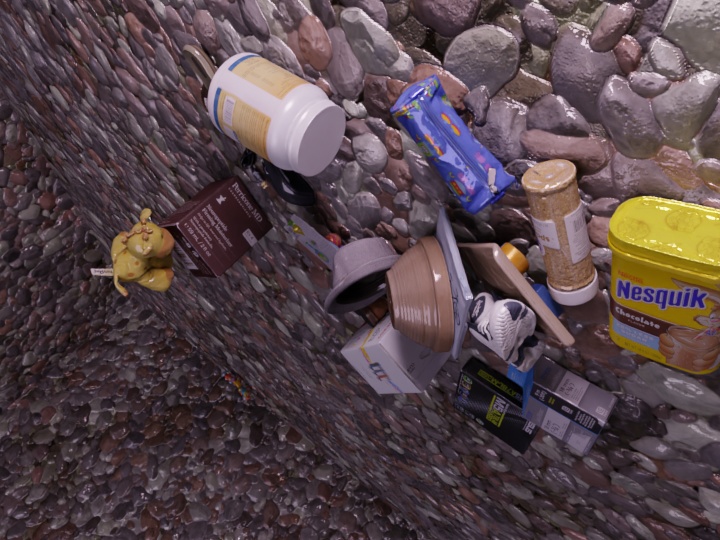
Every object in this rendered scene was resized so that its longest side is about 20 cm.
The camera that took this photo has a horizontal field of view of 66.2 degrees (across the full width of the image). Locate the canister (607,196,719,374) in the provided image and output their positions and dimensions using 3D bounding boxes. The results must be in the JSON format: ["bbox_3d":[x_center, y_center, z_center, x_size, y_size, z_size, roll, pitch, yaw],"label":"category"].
[{"bbox_3d":[0.378,0.023,0.669,0.148,0.087,0.201,21,147,38],"label":"canister"}]

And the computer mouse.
[{"bbox_3d":[-0.190,-0.193,1.189,0.200,0.046,0.140,46,152,-3],"label":"computer mouse"}]

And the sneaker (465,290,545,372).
[{"bbox_3d":[0.202,0.075,0.844,0.129,0.080,0.199,37,-178,37],"label":"sneaker"}]

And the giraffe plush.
[{"bbox_3d":[-0.508,-0.053,1.299,0.162,0.199,0.173,-44,78,30],"label":"giraffe plush"}]

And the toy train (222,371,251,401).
[{"bbox_3d":[-0.656,0.615,2.982,0.200,0.056,0.150,50,154,-4],"label":"toy train"}]

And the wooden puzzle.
[{"bbox_3d":[0.239,0.021,0.858,0.186,0.046,0.200,49,179,-9],"label":"wooden puzzle"}]

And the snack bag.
[{"bbox_3d":[0.150,0.018,0.914,0.201,0.021,0.190,86,176,-55],"label":"snack bag"}]

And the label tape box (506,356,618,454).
[{"bbox_3d":[0.355,0.238,1.030,0.199,0.063,0.145,29,149,27],"label":"label tape box"}]

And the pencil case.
[{"bbox_3d":[0.127,-0.167,0.750,0.200,0.078,0.087,49,-178,-10],"label":"pencil case"}]

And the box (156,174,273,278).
[{"bbox_3d":[-0.366,-0.108,1.385,0.163,0.200,0.167,1,131,53],"label":"box"}]

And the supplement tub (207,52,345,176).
[{"bbox_3d":[-0.138,-0.257,0.918,0.199,0.145,0.145,33,152,20],"label":"supplement tub"}]

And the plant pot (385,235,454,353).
[{"bbox_3d":[0.095,0.046,0.963,0.201,0.092,0.203,173,90,-88],"label":"plant pot"}]

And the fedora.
[{"bbox_3d":[0.000,0.000,1.102,0.200,0.176,0.091,-48,61,47],"label":"fedora"}]

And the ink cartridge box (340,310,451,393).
[{"bbox_3d":[0.082,0.171,1.221,0.145,0.145,0.200,48,152,-9],"label":"ink cartridge box"}]

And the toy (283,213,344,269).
[{"bbox_3d":[-0.072,-0.057,1.212,0.199,0.047,0.115,37,160,-9],"label":"toy"}]

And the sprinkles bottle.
[{"bbox_3d":[0.270,-0.047,0.738,0.068,0.068,0.201,13,140,45],"label":"sprinkles bottle"}]

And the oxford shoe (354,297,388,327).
[{"bbox_3d":[0.003,0.060,1.271,0.200,0.071,0.072,36,163,52],"label":"oxford shoe"}]

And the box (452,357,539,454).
[{"bbox_3d":[0.301,0.300,1.212,0.192,0.048,0.201,34,152,24],"label":"box"}]

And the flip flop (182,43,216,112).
[{"bbox_3d":[-0.294,-0.349,1.098,0.081,0.058,0.201,3,132,53],"label":"flip flop"}]
